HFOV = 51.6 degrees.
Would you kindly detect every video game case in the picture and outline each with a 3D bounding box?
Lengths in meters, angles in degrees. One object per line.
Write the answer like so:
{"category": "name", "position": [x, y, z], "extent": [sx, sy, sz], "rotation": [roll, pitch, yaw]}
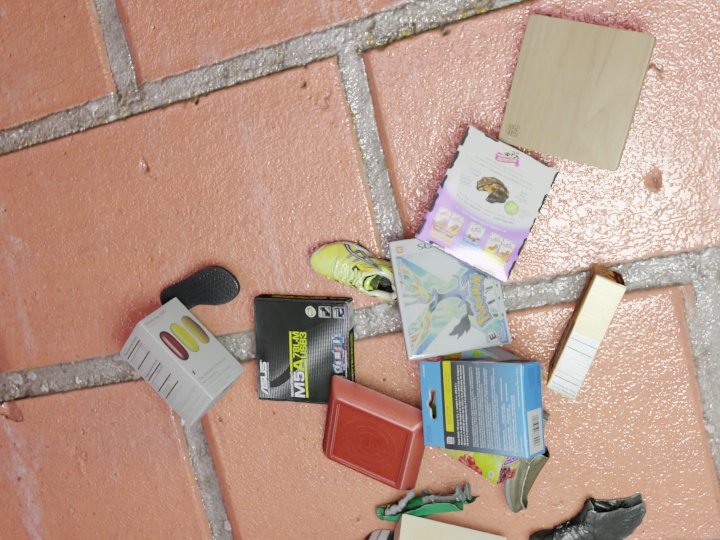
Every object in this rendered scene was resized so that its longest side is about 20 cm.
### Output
{"category": "video game case", "position": [0.150, 0.038, 1.261], "extent": [0.179, 0.022, 0.204], "rotation": [-8, 80, -6]}

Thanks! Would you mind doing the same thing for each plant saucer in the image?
{"category": "plant saucer", "position": [0.020, 0.310, 1.366], "extent": [0.197, 0.037, 0.203], "rotation": [20, 127, 15]}

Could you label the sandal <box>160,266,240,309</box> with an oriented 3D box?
{"category": "sandal", "position": [-0.308, 0.035, 1.454], "extent": [0.198, 0.048, 0.077], "rotation": [-13, 97, 31]}

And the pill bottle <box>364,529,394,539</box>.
{"category": "pill bottle", "position": [0.026, 0.572, 1.365], "extent": [0.104, 0.200, 0.109], "rotation": [3, 101, 15]}

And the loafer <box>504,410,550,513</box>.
{"category": "loafer", "position": [0.296, 0.333, 1.309], "extent": [0.068, 0.075, 0.204], "rotation": [7, 102, 19]}

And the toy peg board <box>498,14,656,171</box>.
{"category": "toy peg board", "position": [0.349, -0.280, 1.186], "extent": [0.197, 0.097, 0.204], "rotation": [20, 105, 28]}

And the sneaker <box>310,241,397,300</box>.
{"category": "sneaker", "position": [0.000, 0.000, 1.327], "extent": [0.196, 0.076, 0.077], "rotation": [14, 105, 15]}

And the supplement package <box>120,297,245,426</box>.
{"category": "supplement package", "position": [-0.342, 0.174, 1.433], "extent": [0.200, 0.114, 0.110], "rotation": [44, 126, 3]}

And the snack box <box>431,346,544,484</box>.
{"category": "snack box", "position": [0.208, 0.233, 1.287], "extent": [0.167, 0.067, 0.204], "rotation": [23, 106, 41]}

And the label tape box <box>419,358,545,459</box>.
{"category": "label tape box", "position": [0.195, 0.218, 1.210], "extent": [0.198, 0.063, 0.147], "rotation": [-4, 89, 42]}

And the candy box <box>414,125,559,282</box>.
{"category": "candy box", "position": [0.205, -0.107, 1.225], "extent": [0.166, 0.072, 0.203], "rotation": [27, 92, 3]}

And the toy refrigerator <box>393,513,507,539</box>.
{"category": "toy refrigerator", "position": [0.160, 0.508, 1.346], "extent": [0.196, 0.071, 0.077], "rotation": [14, 138, -1]}

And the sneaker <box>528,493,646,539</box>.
{"category": "sneaker", "position": [0.396, 0.444, 1.310], "extent": [0.196, 0.060, 0.106], "rotation": [0, 101, 11]}

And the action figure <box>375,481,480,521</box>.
{"category": "action figure", "position": [0.110, 0.434, 1.380], "extent": [0.198, 0.117, 0.056], "rotation": [-23, 67, 28]}

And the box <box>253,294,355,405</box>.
{"category": "box", "position": [-0.106, 0.149, 1.409], "extent": [0.189, 0.047, 0.204], "rotation": [2, 100, 14]}

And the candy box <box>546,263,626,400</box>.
{"category": "candy box", "position": [0.369, 0.098, 1.223], "extent": [0.054, 0.115, 0.203], "rotation": [22, 105, 12]}
